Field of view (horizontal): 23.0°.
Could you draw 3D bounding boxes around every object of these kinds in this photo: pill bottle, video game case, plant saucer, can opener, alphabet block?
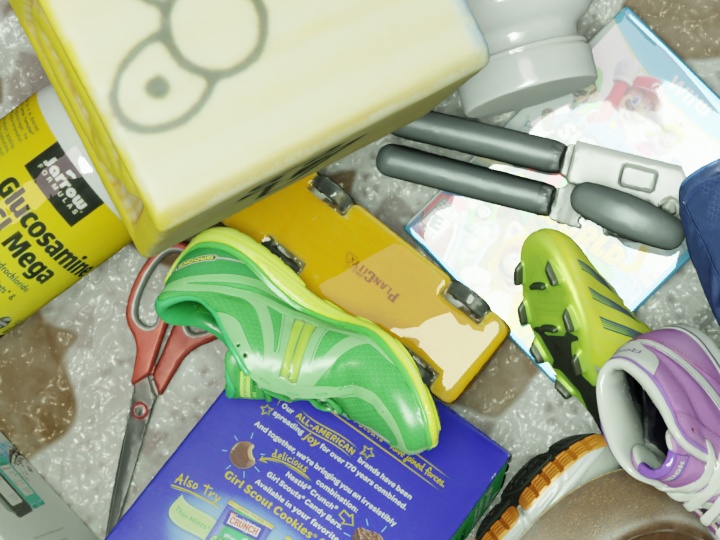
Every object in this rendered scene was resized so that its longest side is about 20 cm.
[{"bbox_3d":[0.078,-0.201,1.086,0.112,0.112,0.200,-16,86,8],"label":"pill bottle"},{"bbox_3d":[0.147,-0.047,1.124,0.200,0.018,0.143,-45,83,5],"label":"video game case"},{"bbox_3d":[0.152,0.214,1.047,0.200,0.034,0.201,-12,113,-29],"label":"plant saucer"},{"bbox_3d":[-0.201,-0.047,1.125,0.200,0.112,0.113,-36,85,6],"label":"pill bottle"},{"bbox_3d":[0.107,-0.061,1.092,0.200,0.066,0.053,15,93,13],"label":"can opener"},{"bbox_3d":[-0.073,-0.140,0.986,0.200,0.196,0.196,-27,89,-10],"label":"alphabet block"}]

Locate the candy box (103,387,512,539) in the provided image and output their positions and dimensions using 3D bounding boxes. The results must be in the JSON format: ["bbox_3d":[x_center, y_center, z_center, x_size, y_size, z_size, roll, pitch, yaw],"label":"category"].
[{"bbox_3d":[-0.032,0.150,1.080,0.169,0.077,0.200,35,71,11],"label":"candy box"}]

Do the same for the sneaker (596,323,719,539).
[{"bbox_3d":[0.200,0.127,0.989,0.073,0.114,0.201,-44,76,28],"label":"sneaker"}]

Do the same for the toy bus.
[{"bbox_3d":[0.000,0.000,1.107,0.200,0.078,0.065,39,89,10],"label":"toy bus"}]

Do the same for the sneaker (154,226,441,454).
[{"bbox_3d":[-0.038,0.055,1.042,0.200,0.074,0.084,33,65,22],"label":"sneaker"}]

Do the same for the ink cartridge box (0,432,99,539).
[{"bbox_3d":[-0.278,0.179,1.116,0.147,0.146,0.200,-45,83,5],"label":"ink cartridge box"}]

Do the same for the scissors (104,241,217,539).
[{"bbox_3d":[-0.147,0.078,1.168,0.073,0.014,0.200,29,94,5],"label":"scissors"}]

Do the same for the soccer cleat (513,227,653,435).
[{"bbox_3d":[0.165,0.056,1.094,0.084,0.065,0.200,-32,96,-23],"label":"soccer cleat"}]

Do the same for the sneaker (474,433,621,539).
[{"bbox_3d":[0.107,0.192,1.075,0.092,0.076,0.200,36,97,-5],"label":"sneaker"}]

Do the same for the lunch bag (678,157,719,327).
[{"bbox_3d":[0.271,0.009,1.021,0.136,0.200,0.133,-22,68,9],"label":"lunch bag"}]
